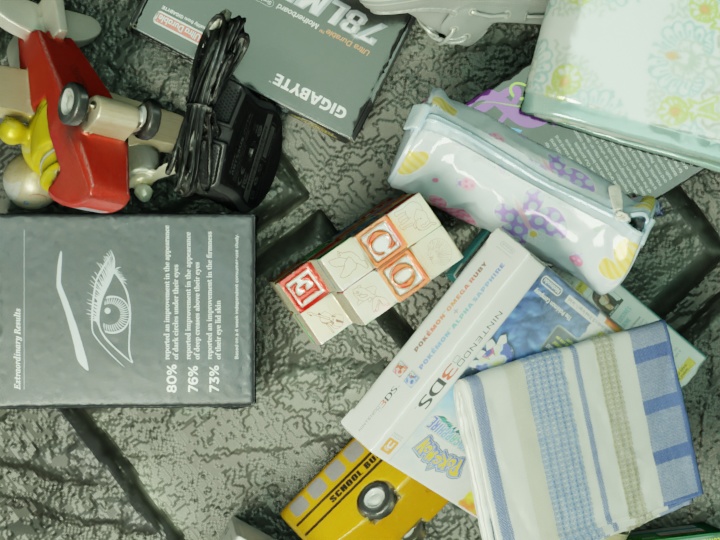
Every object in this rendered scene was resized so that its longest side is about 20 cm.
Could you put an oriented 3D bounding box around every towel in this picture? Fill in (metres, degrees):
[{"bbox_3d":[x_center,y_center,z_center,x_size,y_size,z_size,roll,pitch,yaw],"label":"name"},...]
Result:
[{"bbox_3d":[0.159,0.126,1.483,0.199,0.024,0.147,-15,95,-32],"label":"towel"},{"bbox_3d":[0.235,-0.172,1.523,0.199,0.048,0.172,15,88,0],"label":"towel"}]

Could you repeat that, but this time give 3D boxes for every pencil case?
[{"bbox_3d":[0.119,-0.058,1.506,0.199,0.091,0.083,27,86,1],"label":"pencil case"}]

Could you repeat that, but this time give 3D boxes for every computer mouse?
[{"bbox_3d":[-0.107,-0.104,1.524,0.053,0.200,0.139,14,80,13],"label":"computer mouse"}]

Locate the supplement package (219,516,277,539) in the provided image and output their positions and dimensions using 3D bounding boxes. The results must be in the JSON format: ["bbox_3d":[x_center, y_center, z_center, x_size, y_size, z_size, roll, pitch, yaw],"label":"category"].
[{"bbox_3d":[-0.092,0.309,1.554,0.121,0.120,0.201,29,88,-6],"label":"supplement package"}]

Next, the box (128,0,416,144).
[{"bbox_3d":[-0.050,-0.231,1.596,0.199,0.050,0.199,27,86,-5],"label":"box"}]

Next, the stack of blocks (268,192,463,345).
[{"bbox_3d":[0.000,0.000,1.523,0.115,0.200,0.059,-35,94,-6],"label":"stack of blocks"}]

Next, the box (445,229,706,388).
[{"bbox_3d":[0.169,0.037,1.616,0.200,0.049,0.082,40,85,-4],"label":"box"}]

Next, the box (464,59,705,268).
[{"bbox_3d":[0.182,-0.110,1.565,0.200,0.036,0.143,-32,91,1],"label":"box"}]

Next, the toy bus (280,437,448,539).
[{"bbox_3d":[0.038,0.149,1.583,0.200,0.078,0.065,-45,138,-4],"label":"toy bus"}]

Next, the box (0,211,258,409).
[{"bbox_3d":[-0.179,0.029,1.554,0.199,0.104,0.149,1,90,-5],"label":"box"}]

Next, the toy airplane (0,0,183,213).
[{"bbox_3d":[-0.233,-0.115,1.526,0.200,0.199,0.141,30,115,4],"label":"toy airplane"}]

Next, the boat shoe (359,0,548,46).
[{"bbox_3d":[0.080,-0.206,1.572,0.200,0.072,0.069,-14,112,-41],"label":"boat shoe"}]

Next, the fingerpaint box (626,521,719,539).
[{"bbox_3d":[0.192,0.295,1.606,0.199,0.073,0.168,-5,90,-5],"label":"fingerpaint box"}]

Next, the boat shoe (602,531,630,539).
[{"bbox_3d":[0.162,0.195,1.542,0.075,0.068,0.200,28,70,5],"label":"boat shoe"}]

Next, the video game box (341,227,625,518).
[{"bbox_3d":[0.105,0.087,1.505,0.182,0.047,0.200,-50,136,4],"label":"video game box"}]
